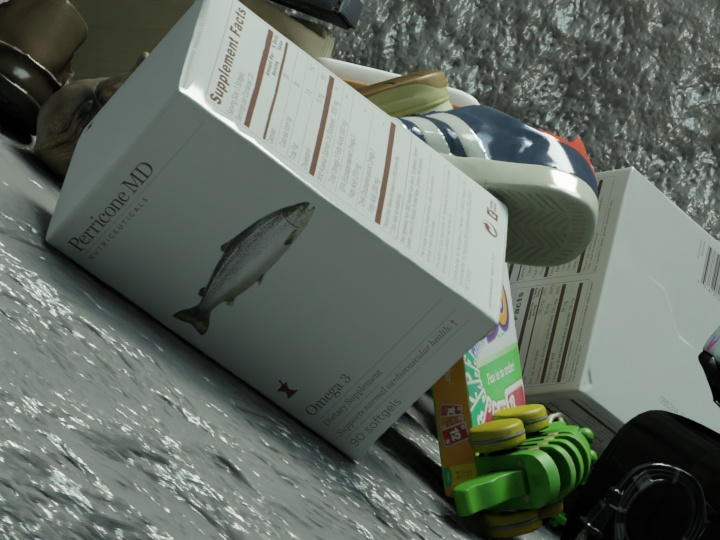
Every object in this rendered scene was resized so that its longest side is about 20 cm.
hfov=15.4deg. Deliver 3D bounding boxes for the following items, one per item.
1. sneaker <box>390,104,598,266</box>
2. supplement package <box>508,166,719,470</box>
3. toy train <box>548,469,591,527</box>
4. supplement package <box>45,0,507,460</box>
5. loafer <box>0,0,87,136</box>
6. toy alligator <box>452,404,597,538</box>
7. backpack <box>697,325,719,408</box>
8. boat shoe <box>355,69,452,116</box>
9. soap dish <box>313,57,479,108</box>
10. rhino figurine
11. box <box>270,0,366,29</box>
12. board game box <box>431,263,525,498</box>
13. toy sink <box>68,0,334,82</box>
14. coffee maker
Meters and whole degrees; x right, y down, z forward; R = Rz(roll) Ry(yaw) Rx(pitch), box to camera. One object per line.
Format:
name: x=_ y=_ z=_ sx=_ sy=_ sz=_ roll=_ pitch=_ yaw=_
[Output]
sneaker: x=0.030 y=-0.058 z=1.425 sx=0.199 sy=0.075 sz=0.085 roll=14 pitch=38 yaw=-1
supplement package: x=0.168 y=0.055 z=1.666 sx=0.110 sy=0.157 sz=0.200 roll=-8 pitch=-34 yaw=41
toy train: x=0.132 y=0.142 z=1.624 sx=0.200 sy=0.042 sz=0.056 roll=35 pitch=-3 yaw=-29
supplement package: x=-0.038 y=-0.024 z=1.332 sx=0.200 sy=0.117 sz=0.118 roll=36 pitch=30 yaw=-16
loafer: x=-0.201 y=-0.136 z=1.574 sx=0.073 sy=0.071 sz=0.200 roll=36 pitch=6 yaw=-14
toy alligator: x=0.105 y=0.102 z=1.455 sx=0.200 sy=0.054 sz=0.060 roll=-21 pitch=101 yaw=-67
backpack: x=0.281 y=0.076 z=1.424 sx=0.200 sy=0.127 sz=0.167 roll=41 pitch=-4 yaw=15
boat shoe: x=-0.037 y=-0.062 z=1.586 sx=0.073 sy=0.199 sz=0.063 roll=-62 pitch=133 yaw=-79
soap dish: x=0.027 y=-0.041 z=1.741 sx=0.157 sy=0.081 sz=0.200 roll=16 pitch=-31 yaw=34
rhino figurine: x=-0.134 y=-0.083 z=1.540 sx=0.200 sy=0.087 sz=0.060 roll=-4 pitch=70 yaw=-83
box: x=-0.093 y=-0.214 z=1.720 sx=0.199 sy=0.051 sz=0.158 roll=19 pitch=2 yaw=2
board game box: x=0.061 y=0.029 z=1.492 sx=0.095 sy=0.030 sz=0.201 roll=18 pitch=61 yaw=-66
toy sink: x=-0.104 y=-0.135 z=1.776 sx=0.130 sy=0.113 sz=0.200 roll=19 pitch=-3 yaw=28
coffee maker: x=0.179 y=0.139 z=1.349 sx=0.192 sy=0.135 sz=0.200 roll=53 pitch=-6 yaw=-15
